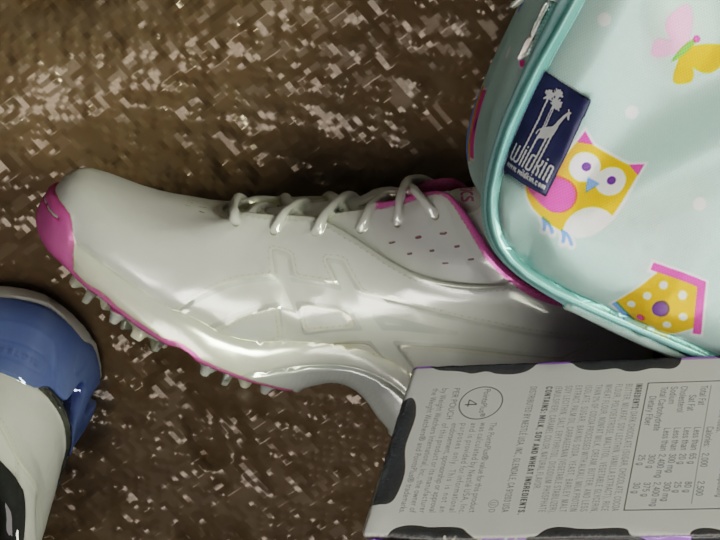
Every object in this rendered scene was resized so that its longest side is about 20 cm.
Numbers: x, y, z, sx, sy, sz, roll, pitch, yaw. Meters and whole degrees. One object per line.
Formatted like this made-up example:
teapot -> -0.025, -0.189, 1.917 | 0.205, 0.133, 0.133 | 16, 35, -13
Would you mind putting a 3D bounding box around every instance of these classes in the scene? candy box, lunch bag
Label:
candy box -> 0.121, 0.107, 0.723 | 0.198, 0.072, 0.169 | -3, 131, 19
lunch bag -> 0.135, -0.046, 0.714 | 0.199, 0.077, 0.161 | 24, 108, -7

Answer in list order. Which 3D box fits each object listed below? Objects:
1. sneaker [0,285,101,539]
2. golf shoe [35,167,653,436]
sneaker -> -0.149, 0.113, 0.845 | 0.080, 0.115, 0.200 | 18, 122, -1
golf shoe -> 0.000, 0.000, 0.789 | 0.199, 0.075, 0.092 | 23, 107, -7
